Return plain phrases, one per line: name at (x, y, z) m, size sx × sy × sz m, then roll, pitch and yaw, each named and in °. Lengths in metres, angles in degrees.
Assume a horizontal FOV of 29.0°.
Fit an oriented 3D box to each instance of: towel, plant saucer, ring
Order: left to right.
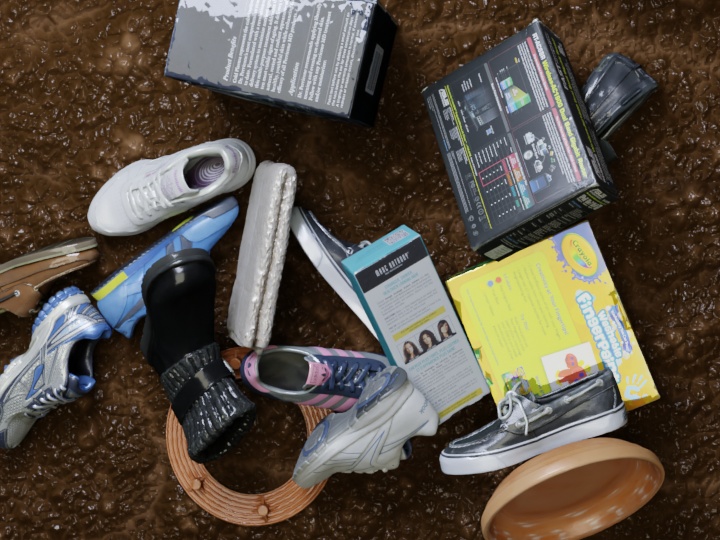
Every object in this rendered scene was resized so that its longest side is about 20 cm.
ring at (-0.123, 0.186, 1.557) m, size 0.197 × 0.019 × 0.204 m, roll 0°, pitch 92°, yaw 8°
towel at (-0.104, -0.016, 1.489) m, size 0.034 × 0.132 × 0.203 m, roll 10°, pitch 93°, yaw -16°
plant saucer at (0.216, 0.229, 1.441) m, size 0.198 × 0.200 × 0.038 m, roll -23°, pitch 57°, yaw 8°

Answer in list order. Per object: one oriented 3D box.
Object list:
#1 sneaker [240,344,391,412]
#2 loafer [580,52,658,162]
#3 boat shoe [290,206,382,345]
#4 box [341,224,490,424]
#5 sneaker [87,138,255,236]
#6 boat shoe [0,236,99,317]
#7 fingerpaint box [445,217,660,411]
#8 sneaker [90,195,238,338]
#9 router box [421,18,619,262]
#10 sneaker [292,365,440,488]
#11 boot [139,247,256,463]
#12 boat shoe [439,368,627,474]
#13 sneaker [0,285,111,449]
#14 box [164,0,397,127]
sneaker at (-0.032, 0.118, 1.500) m, size 0.197 × 0.082 × 0.071 m, roll 3°, pitch 84°, yaw -5°
loafer at (0.238, -0.134, 1.471) m, size 0.070 × 0.068 × 0.202 m, roll 35°, pitch 93°, yaw 14°
boat shoe at (0.000, 0.000, 1.507) m, size 0.068 × 0.072 × 0.200 m, roll -40°, pitch 92°, yaw 4°
box at (0.059, 0.061, 1.466) m, size 0.082 × 0.049 × 0.202 m, roll -29°, pitch 112°, yaw -10°
sneaker at (-0.215, -0.096, 1.519) m, size 0.198 × 0.100 × 0.076 m, roll -24°, pitch 91°, yaw 9°
boat shoe at (-0.376, 0.016, 1.564) m, size 0.198 × 0.072 × 0.069 m, roll -16°, pitch 95°, yaw 17°
fingerpaint box at (0.204, 0.069, 1.481) m, size 0.165 × 0.073 × 0.202 m, roll -24°, pitch 91°, yaw 8°
sneaker at (-0.203, -0.003, 1.542) m, size 0.199 × 0.066 × 0.079 m, roll -37°, pitch 98°, yaw 8°
router box at (0.162, -0.132, 1.430) m, size 0.149 × 0.062 × 0.202 m, roll -28°, pitch 63°, yaw 26°
sneaker at (0.001, 0.185, 1.474) m, size 0.087 × 0.075 × 0.200 m, roll 41°, pitch 127°, yaw -13°
boot at (-0.167, 0.091, 1.462) m, size 0.079 × 0.212 × 0.159 m, roll -18°, pitch 59°, yaw -22°
boat shoe at (0.170, 0.151, 1.416) m, size 0.197 × 0.074 × 0.069 m, roll -18°, pitch 97°, yaw 8°
sneaker at (-0.344, 0.122, 1.544) m, size 0.085 × 0.077 × 0.201 m, roll 34°, pitch 102°, yaw 18°
box at (-0.077, -0.231, 1.443) m, size 0.194 × 0.200 × 0.126 m, roll 15°, pitch 95°, yaw 7°
